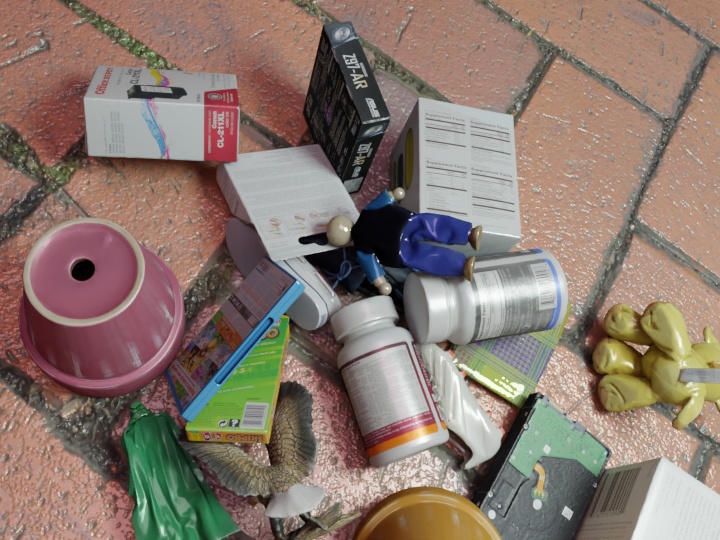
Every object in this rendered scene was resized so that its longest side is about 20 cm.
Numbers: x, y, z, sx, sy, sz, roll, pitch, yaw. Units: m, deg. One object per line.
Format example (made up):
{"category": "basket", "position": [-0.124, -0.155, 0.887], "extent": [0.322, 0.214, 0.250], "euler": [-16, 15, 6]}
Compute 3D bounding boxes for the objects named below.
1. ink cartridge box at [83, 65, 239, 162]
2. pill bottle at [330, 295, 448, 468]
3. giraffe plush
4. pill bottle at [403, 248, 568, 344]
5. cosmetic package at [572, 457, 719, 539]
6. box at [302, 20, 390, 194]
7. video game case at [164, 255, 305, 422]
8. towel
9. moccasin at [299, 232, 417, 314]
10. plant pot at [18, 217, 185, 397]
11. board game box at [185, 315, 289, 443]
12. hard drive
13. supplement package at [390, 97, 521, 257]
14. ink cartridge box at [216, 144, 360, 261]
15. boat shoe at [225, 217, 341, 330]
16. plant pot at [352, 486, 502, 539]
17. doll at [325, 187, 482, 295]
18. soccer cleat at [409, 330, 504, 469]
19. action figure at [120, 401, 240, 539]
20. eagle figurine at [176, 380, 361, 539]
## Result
{"category": "ink cartridge box", "position": [-0.271, -0.219, 0.942], "extent": [0.197, 0.084, 0.146], "euler": [0, 33, -14]}
{"category": "pill bottle", "position": [0.033, 0.143, 0.887], "extent": [0.108, 0.110, 0.202], "euler": [-14, 72, -18]}
{"category": "giraffe plush", "position": [0.461, 0.138, 0.977], "extent": [0.161, 0.199, 0.175], "euler": [9, 97, -35]}
{"category": "pill bottle", "position": [0.165, 0.038, 0.912], "extent": [0.197, 0.114, 0.115], "euler": [-7, 70, -15]}
{"category": "cosmetic package", "position": [0.388, 0.369, 0.850], "extent": [0.199, 0.165, 0.166], "euler": [33, 65, 3]}
{"category": "box", "position": [-0.027, -0.224, 0.974], "extent": [0.043, 0.200, 0.162], "euler": [-14, 71, -19]}
{"category": "video game case", "position": [-0.158, 0.076, 0.827], "extent": [0.018, 0.143, 0.200], "euler": [43, 83, -26]}
{"category": "towel", "position": [0.223, 0.089, 1.004], "extent": [0.143, 0.023, 0.201], "euler": [31, 65, 0]}
{"category": "moccasin", "position": [0.000, 0.000, 0.953], "extent": [0.198, 0.081, 0.069], "euler": [21, 59, -3]}
{"category": "plant pot", "position": [-0.313, 0.035, 0.808], "extent": [0.197, 0.179, 0.203], "euler": [4, 67, -10]}
{"category": "board game box", "position": [-0.146, 0.127, 0.844], "extent": [0.094, 0.030, 0.201], "euler": [2, 40, 2]}
{"category": "hard drive", "position": [0.240, 0.285, 0.907], "extent": [0.139, 0.038, 0.201], "euler": [39, 67, -7]}
{"category": "supplement package", "position": [0.131, -0.114, 0.992], "extent": [0.149, 0.152, 0.203], "euler": [7, 65, -12]}
{"category": "ink cartridge box", "position": [-0.094, -0.089, 0.949], "extent": [0.161, 0.057, 0.201], "euler": [-12, 60, -28]}
{"category": "boat shoe", "position": [-0.108, 0.000, 0.943], "extent": [0.200, 0.074, 0.065], "euler": [48, 38, 13]}
{"category": "plant pot", "position": [0.080, 0.353, 0.744], "extent": [0.197, 0.183, 0.203], "euler": [0, 79, 1]}
{"category": "doll", "position": [0.048, -0.035, 0.855], "extent": [0.197, 0.048, 0.138], "euler": [12, 84, 15]}
{"category": "soccer cleat", "position": [0.114, 0.173, 0.920], "extent": [0.077, 0.069, 0.201], "euler": [-33, 81, -19]}
{"category": "action figure", "position": [-0.236, 0.246, 0.811], "extent": [0.117, 0.055, 0.201], "euler": [-21, 68, -19]}
{"category": "eagle figurine", "position": [-0.112, 0.233, 0.801], "extent": [0.150, 0.151, 0.201], "euler": [-36, 69, 17]}
